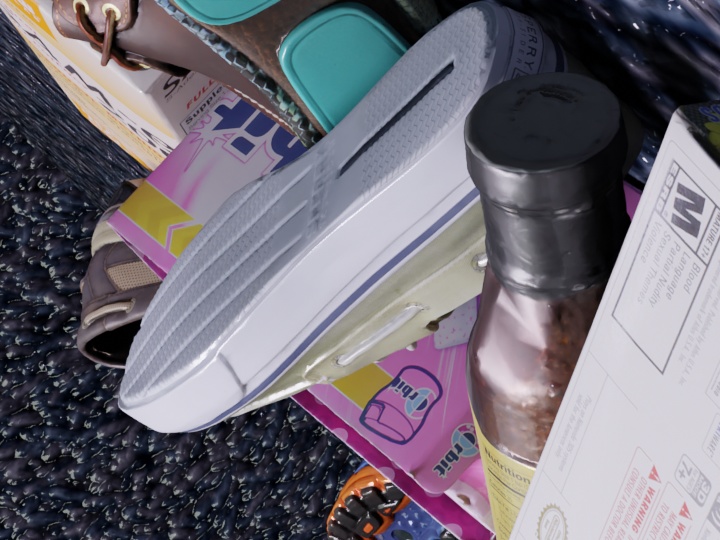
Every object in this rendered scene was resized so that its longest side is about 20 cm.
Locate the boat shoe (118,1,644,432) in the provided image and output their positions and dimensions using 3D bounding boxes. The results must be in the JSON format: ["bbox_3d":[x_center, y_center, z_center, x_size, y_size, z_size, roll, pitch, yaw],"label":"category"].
[{"bbox_3d":[0.000,0.000,0.669,0.062,0.072,0.200,31,136,-23],"label":"boat shoe"}]

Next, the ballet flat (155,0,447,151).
[{"bbox_3d":[-0.025,-0.095,0.662,0.074,0.074,0.200,37,167,42],"label":"ballet flat"}]

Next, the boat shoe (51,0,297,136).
[{"bbox_3d":[-0.078,-0.104,0.795,0.200,0.070,0.071,44,168,35],"label":"boat shoe"}]

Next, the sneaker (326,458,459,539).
[{"bbox_3d":[0.048,0.047,0.857,0.075,0.079,0.200,31,141,-12],"label":"sneaker"}]

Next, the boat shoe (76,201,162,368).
[{"bbox_3d":[-0.039,0.017,0.915,0.199,0.074,0.074,-1,153,46],"label":"boat shoe"}]

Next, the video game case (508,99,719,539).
[{"bbox_3d":[0.106,0.092,0.528,0.181,0.036,0.201,49,137,37],"label":"video game case"}]

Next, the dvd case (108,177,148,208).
[{"bbox_3d":[-0.026,-0.001,1.086,0.142,0.018,0.200,37,-167,11],"label":"dvd case"}]

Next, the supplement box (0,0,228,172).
[{"bbox_3d":[-0.081,-0.093,0.941,0.126,0.074,0.200,40,172,22],"label":"supplement box"}]

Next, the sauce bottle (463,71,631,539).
[{"bbox_3d":[0.063,0.035,0.631,0.066,0.066,0.201,37,149,41],"label":"sauce bottle"}]

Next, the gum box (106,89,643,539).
[{"bbox_3d":[0.017,0.000,0.765,0.200,0.114,0.066,36,170,46],"label":"gum box"}]
